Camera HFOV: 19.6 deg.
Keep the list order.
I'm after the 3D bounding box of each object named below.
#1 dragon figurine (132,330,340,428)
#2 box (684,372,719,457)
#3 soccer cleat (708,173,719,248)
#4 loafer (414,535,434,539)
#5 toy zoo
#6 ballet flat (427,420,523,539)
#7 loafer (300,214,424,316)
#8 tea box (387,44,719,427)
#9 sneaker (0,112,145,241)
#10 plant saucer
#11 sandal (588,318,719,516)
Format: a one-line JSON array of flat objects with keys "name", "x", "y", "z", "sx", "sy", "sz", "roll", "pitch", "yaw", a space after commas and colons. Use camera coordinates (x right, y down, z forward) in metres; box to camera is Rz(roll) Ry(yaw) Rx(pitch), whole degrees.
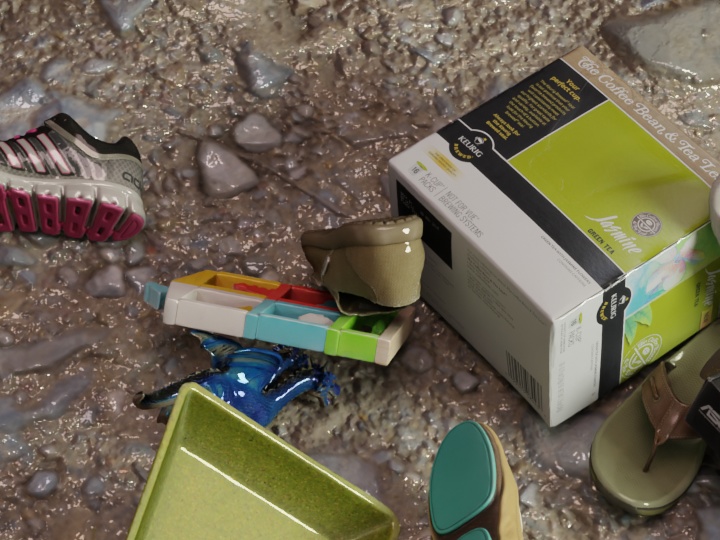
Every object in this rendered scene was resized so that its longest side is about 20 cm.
[{"name": "dragon figurine", "x": -0.095, "y": 0.078, "z": 1.499, "sx": 0.059, "sy": 0.199, "sz": 0.100, "roll": 19, "pitch": 84, "yaw": 41}, {"name": "box", "x": 0.349, "y": 0.138, "z": 1.469, "sx": 0.159, "sy": 0.044, "sz": 0.200, "roll": -15, "pitch": 52, "yaw": -39}, {"name": "soccer cleat", "x": 0.315, "y": -0.008, "z": 1.504, "sx": 0.069, "sy": 0.200, "sz": 0.078, "roll": -40, "pitch": 23, "yaw": 17}, {"name": "loafer", "x": 0.059, "y": 0.263, "z": 1.408, "sx": 0.071, "sy": 0.063, "sz": 0.202, "roll": -3, "pitch": 54, "yaw": -2}, {"name": "toy zoo", "x": -0.065, "y": 0.031, "z": 1.552, "sx": 0.198, "sy": 0.021, "sz": 0.131, "roll": 11, "pitch": 11, "yaw": 8}, {"name": "ballet flat", "x": 0.086, "y": 0.190, "z": 1.441, "sx": 0.068, "sy": 0.063, "sz": 0.201, "roll": -30, "pitch": 32, "yaw": 22}, {"name": "loafer", "x": 0.000, "y": 0.000, "z": 1.540, "sx": 0.075, "sy": 0.200, "sz": 0.068, "roll": -3, "pitch": 87, "yaw": -9}, {"name": "tea box", "x": 0.156, "y": -0.029, "z": 1.564, "sx": 0.196, "sy": 0.134, "sz": 0.200, "roll": -31, "pitch": 54, "yaw": -19}, {"name": "sneaker", "x": -0.261, "y": -0.083, "z": 1.658, "sx": 0.198, "sy": 0.074, "sz": 0.088, "roll": 9, "pitch": 55, "yaw": 2}, {"name": "plant saucer", "x": -0.082, "y": 0.210, "z": 1.412, "sx": 0.199, "sy": 0.048, "sz": 0.201, "roll": 35, "pitch": 53, "yaw": -23}, {"name": "sandal", "x": 0.235, "y": 0.095, "z": 1.529, "sx": 0.079, "sy": 0.058, "sz": 0.201, "roll": 30, "pitch": 60, "yaw": 21}]
